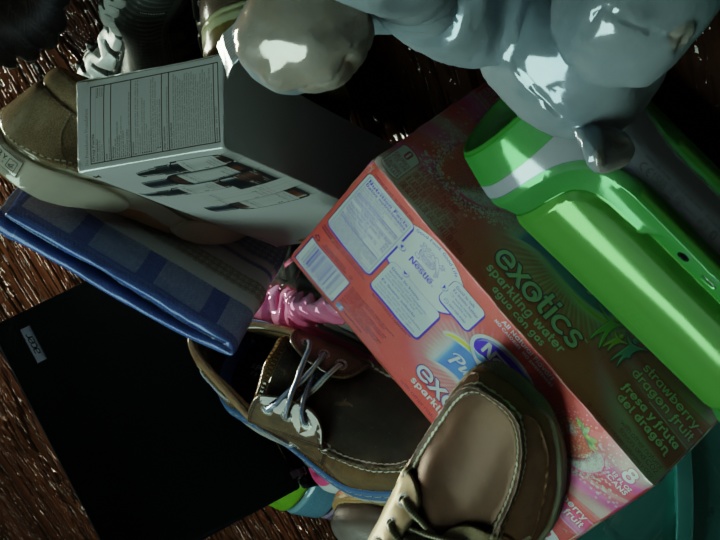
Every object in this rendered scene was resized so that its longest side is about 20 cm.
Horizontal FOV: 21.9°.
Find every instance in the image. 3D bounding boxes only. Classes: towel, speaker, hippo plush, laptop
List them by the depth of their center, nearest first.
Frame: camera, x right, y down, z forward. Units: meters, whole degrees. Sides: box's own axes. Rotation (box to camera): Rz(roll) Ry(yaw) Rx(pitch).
[{"bbox_3d":[0.047,-0.098,0.710,0.161,0.159,0.200,31,140,-8],"label":"hippo plush"},{"bbox_3d":[0.141,-0.009,0.833,0.200,0.088,0.088,44,158,-10],"label":"speaker"},{"bbox_3d":[-0.113,-0.027,1.029,0.147,0.024,0.200,30,-158,-5],"label":"towel"},{"bbox_3d":[-0.097,0.081,1.156,0.177,0.103,0.200,60,-158,16],"label":"laptop"}]

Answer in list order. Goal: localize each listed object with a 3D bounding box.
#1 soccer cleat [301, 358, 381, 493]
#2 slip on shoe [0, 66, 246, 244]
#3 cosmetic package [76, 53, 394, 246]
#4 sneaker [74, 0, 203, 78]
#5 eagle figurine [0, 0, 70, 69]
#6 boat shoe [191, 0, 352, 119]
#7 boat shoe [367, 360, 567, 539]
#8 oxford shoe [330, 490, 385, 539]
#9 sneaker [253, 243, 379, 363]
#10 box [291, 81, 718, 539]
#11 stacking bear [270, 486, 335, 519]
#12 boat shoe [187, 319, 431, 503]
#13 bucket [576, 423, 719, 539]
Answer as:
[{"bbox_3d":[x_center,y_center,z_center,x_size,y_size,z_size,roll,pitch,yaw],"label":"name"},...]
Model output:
[{"bbox_3d":[0.016,0.083,1.132,0.086,0.070,0.200,39,-159,-15],"label":"soccer cleat"},{"bbox_3d":[-0.110,-0.065,0.990,0.200,0.061,0.076,13,-152,-51],"label":"slip on shoe"},{"bbox_3d":[-0.055,-0.055,0.945,0.083,0.051,0.200,-6,168,25],"label":"cosmetic package"},{"bbox_3d":[-0.098,-0.129,1.014,0.090,0.066,0.200,35,159,-5],"label":"sneaker"},{"bbox_3d":[-0.235,-0.211,0.990,0.151,0.152,0.200,15,148,7],"label":"eagle figurine"},{"bbox_3d":[-0.046,-0.115,0.956,0.200,0.073,0.065,89,171,-78],"label":"boat shoe"},{"bbox_3d":[0.041,0.131,0.885,0.076,0.072,0.200,33,130,23],"label":"boat shoe"},{"bbox_3d":[0.055,0.182,0.985,0.200,0.073,0.071,28,155,26],"label":"oxford shoe"},{"bbox_3d":[0.000,0.000,1.049,0.079,0.095,0.200,32,168,-22],"label":"sneaker"},{"bbox_3d":[0.077,0.023,0.908,0.200,0.095,0.103,49,142,6],"label":"box"},{"bbox_3d":[-0.061,0.107,1.249,0.200,0.114,0.121,21,176,-15],"label":"stacking bear"},{"bbox_3d":[-0.027,0.072,1.012,0.200,0.072,0.072,13,162,47],"label":"boat shoe"},{"bbox_3d":[0.115,0.123,1.056,0.207,0.135,0.207,33,157,16],"label":"bucket"}]
